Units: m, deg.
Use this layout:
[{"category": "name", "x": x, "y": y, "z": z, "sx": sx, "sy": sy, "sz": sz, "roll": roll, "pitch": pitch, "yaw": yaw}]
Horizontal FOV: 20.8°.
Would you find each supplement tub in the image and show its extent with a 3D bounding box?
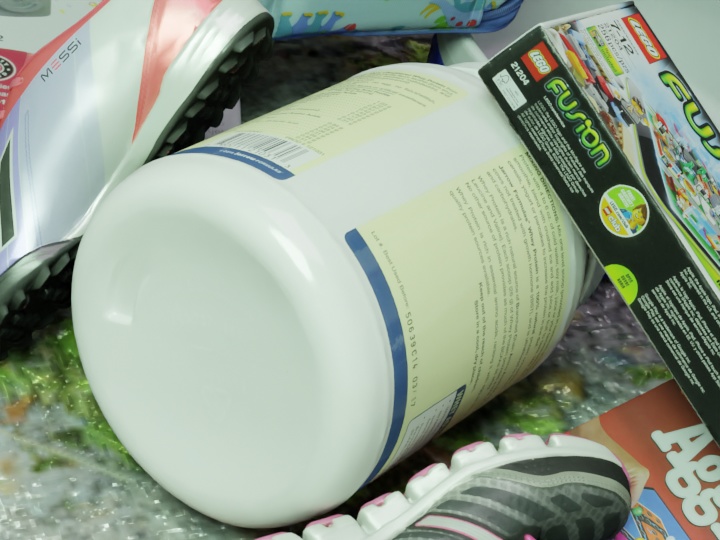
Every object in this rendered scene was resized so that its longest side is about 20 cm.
[{"category": "supplement tub", "x": 0.000, "y": 0.000, "z": 0.782, "sx": 0.145, "sy": 0.145, "sz": 0.200, "roll": 36, "pitch": 37, "yaw": 22}]

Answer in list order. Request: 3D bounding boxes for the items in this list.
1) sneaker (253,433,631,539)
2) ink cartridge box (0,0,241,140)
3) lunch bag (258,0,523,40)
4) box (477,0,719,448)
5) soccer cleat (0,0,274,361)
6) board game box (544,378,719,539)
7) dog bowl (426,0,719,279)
[{"category": "sneaker", "x": 0.026, "y": 0.126, "z": 0.708, "sx": 0.200, "sy": 0.074, "sz": 0.087, "roll": -18, "pitch": 51, "yaw": -28}, {"category": "ink cartridge box", "x": -0.133, "y": -0.093, "z": 0.898, "sx": 0.147, "sy": 0.086, "sz": 0.200, "roll": 7, "pitch": 41, "yaw": -12}, {"category": "lunch bag", "x": -0.021, "y": -0.179, "z": 0.914, "sx": 0.200, "sy": 0.082, "sz": 0.161, "roll": -10, "pitch": 47, "yaw": -31}, {"category": "box", "x": 0.132, "y": -0.013, "z": 0.785, "sx": 0.200, "sy": 0.035, "sz": 0.110, "roll": 57, "pitch": 29, "yaw": 4}, {"category": "soccer cleat", "x": -0.120, "y": -0.043, "z": 0.777, "sx": 0.073, "sy": 0.200, "sz": 0.068, "roll": 41, "pitch": 6, "yaw": 8}, {"category": "board game box", "x": 0.139, "y": 0.132, "z": 0.752, "sx": 0.103, "sy": 0.019, "sz": 0.200, "roll": -25, "pitch": 51, "yaw": -10}, {"category": "dog bowl", "x": 0.131, "y": -0.086, "z": 0.990, "sx": 0.200, "sy": 0.079, "sz": 0.200, "roll": 10, "pitch": 40, "yaw": -8}]
